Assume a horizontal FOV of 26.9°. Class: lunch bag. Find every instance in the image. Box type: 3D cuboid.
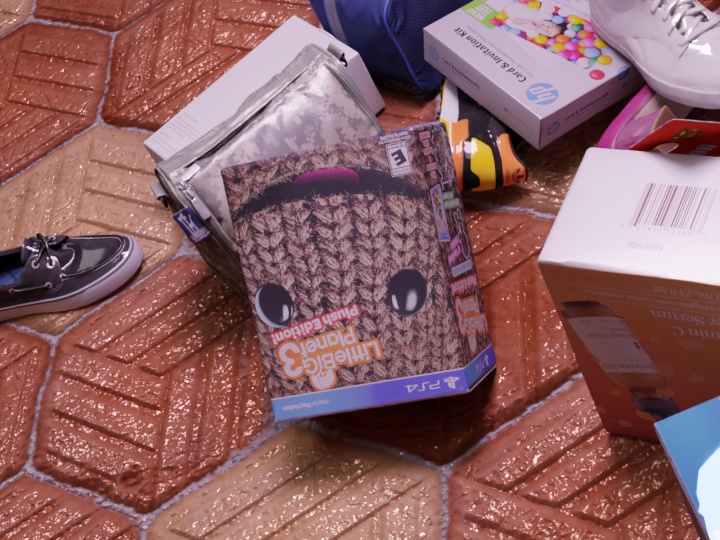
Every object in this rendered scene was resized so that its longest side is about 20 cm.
[{"bbox_3d":[0.053,-0.283,1.432,0.132,0.136,0.200,26,66,40],"label":"lunch bag"},{"bbox_3d":[-0.069,-0.081,1.294,0.200,0.168,0.139,-41,45,-10],"label":"lunch bag"}]

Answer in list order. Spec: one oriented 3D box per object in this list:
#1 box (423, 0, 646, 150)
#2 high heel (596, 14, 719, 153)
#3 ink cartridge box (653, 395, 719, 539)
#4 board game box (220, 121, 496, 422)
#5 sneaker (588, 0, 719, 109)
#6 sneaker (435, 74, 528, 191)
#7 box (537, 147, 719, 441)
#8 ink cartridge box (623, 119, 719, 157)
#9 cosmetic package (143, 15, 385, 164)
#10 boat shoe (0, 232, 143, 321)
[{"bbox_3d":[0.179,-0.202,1.312,0.200,0.041,0.156,-32,54,-21],"label":"box"},{"bbox_3d":[0.256,-0.145,1.270,0.200,0.067,0.096,-46,11,-36],"label":"high heel"},{"bbox_3d":[0.310,0.145,0.913,0.200,0.147,0.146,-25,44,7],"label":"ink cartridge box"},{"bbox_3d":[0.000,0.000,1.157,0.159,0.200,0.097,-11,5,19],"label":"board game box"},{"bbox_3d":[0.238,-0.212,1.191,0.074,0.116,0.200,-34,44,-11],"label":"sneaker"},{"bbox_3d":[0.116,-0.145,1.338,0.090,0.070,0.200,4,49,7],"label":"sneaker"},{"bbox_3d":[0.229,0.026,1.022,0.152,0.200,0.106,7,54,32],"label":"box"},{"bbox_3d":[0.272,-0.051,1.040,0.200,0.160,0.047,5,76,-14],"label":"ink cartridge box"},{"bbox_3d":[-0.090,-0.138,1.419,0.200,0.081,0.113,-40,45,-11],"label":"cosmetic package"},{"bbox_3d":[-0.306,-0.004,1.421,0.200,0.066,0.070,-12,47,18],"label":"boat shoe"}]
